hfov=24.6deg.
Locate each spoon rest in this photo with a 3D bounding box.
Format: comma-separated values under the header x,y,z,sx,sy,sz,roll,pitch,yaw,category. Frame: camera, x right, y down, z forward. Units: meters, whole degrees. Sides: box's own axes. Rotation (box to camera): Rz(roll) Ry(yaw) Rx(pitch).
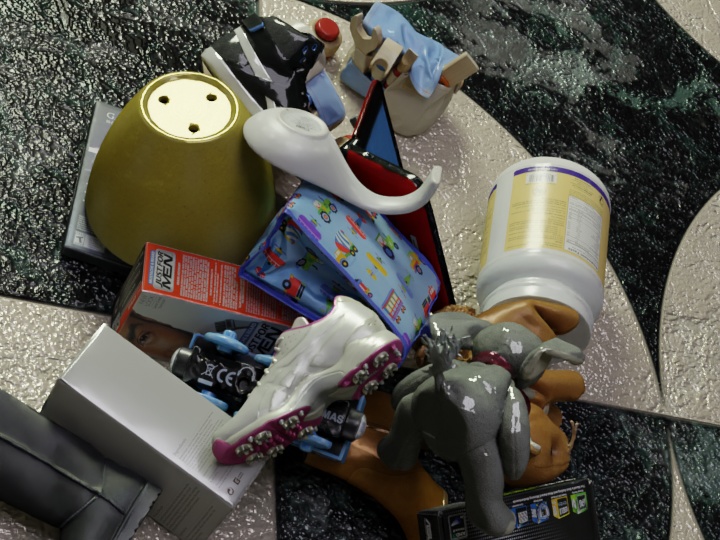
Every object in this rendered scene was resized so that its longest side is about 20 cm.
x,y,z,sx,sy,sz,roll,pitch,yaw,category
-0.022,-0.104,1.618,0.199,0.061,0.100,20,29,-2,spoon rest

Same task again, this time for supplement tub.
x,y,z,sx,sy,sz,roll,pitch,yaw,category
0.206,-0.011,1.862,0.144,0.146,0.201,22,51,-14,supplement tub

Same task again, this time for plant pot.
x,y,z,sx,sy,sz,roll,pitch,yaw,category
-0.176,-0.115,1.663,0.198,0.143,0.201,6,48,-6,plant pot

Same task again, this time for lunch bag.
x,y,z,sx,sy,sz,roll,pitch,yaw,category
0.000,0.000,1.640,0.199,0.094,0.151,37,30,-4,lunch bag

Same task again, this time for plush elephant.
x,y,z,sx,sy,sz,roll,pitch,yaw,category
0.120,0.116,1.568,0.164,0.201,0.154,25,38,37,plush elephant

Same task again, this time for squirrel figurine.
x,y,z,sx,sy,sz,roll,pitch,yaw,category
0.137,0.133,1.715,0.199,0.141,0.188,18,51,-26,squirrel figurine

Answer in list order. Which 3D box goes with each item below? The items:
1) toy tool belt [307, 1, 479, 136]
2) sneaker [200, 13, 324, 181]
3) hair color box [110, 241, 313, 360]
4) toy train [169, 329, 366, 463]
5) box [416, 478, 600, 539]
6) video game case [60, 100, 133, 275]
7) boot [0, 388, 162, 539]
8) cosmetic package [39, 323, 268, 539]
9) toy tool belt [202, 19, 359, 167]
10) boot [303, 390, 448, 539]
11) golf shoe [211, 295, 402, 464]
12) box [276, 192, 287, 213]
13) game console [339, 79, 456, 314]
x,y,z,sx,sy,sz,roll,pitch,yaw,category
0.035,-0.262,1.954,0.199,0.123,0.125,32,48,-5,toy tool belt
-0.064,-0.181,1.720,0.112,0.073,0.200,-40,96,-2,sneaker
-0.140,0.048,1.651,0.198,0.111,0.064,15,52,-19,hair color box
-0.088,0.123,1.599,0.198,0.114,0.087,19,78,6,toy train
0.156,0.316,1.625,0.199,0.047,0.195,-6,86,-33,box
-0.231,-0.079,1.749,0.142,0.019,0.201,19,51,-18,video game case
-0.302,0.209,1.476,0.199,0.066,0.165,32,60,-1,boot
-0.197,0.158,1.546,0.200,0.108,0.085,38,50,-2,cosmetic package
-0.086,-0.170,1.828,0.123,0.125,0.201,-34,98,-27,toy tool belt
0.011,0.210,1.660,0.143,0.071,0.202,12,51,-14,boot
-0.060,0.101,1.515,0.199,0.075,0.092,-33,66,-9,golf shoe
-0.049,0.014,1.753,0.200,0.068,0.082,39,49,0,box
0.057,-0.076,1.774,0.119,0.201,0.172,-41,47,-24,game console
